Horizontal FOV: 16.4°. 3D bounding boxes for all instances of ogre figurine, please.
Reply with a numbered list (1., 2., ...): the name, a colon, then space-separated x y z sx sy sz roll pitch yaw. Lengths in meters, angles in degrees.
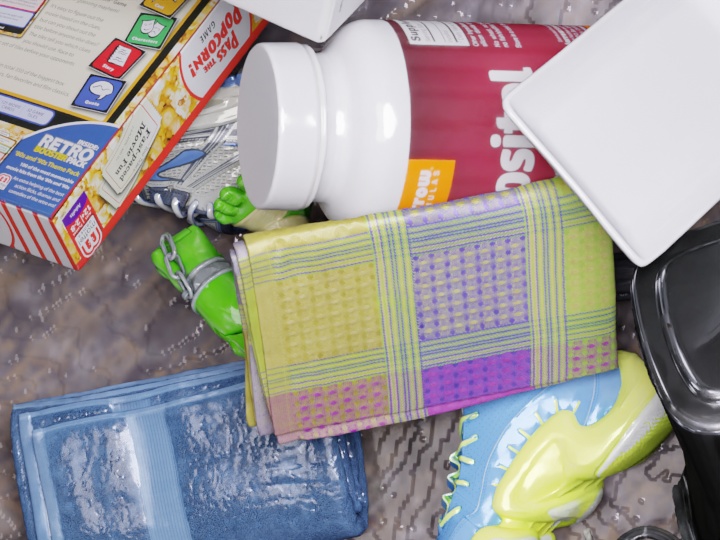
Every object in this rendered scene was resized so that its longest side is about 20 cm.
1. ogre figurine: 0.000 0.000 1.365 0.199 0.098 0.120 -10 60 -23

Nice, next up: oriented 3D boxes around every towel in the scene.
1. towel: -0.097 0.114 1.418 0.199 0.049 0.112 -11 86 13
2. towel: 0.032 0.018 1.283 0.199 0.144 0.023 -12 42 -5

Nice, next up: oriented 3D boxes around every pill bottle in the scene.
1. pill bottle: 0.042 -0.073 1.296 0.199 0.113 0.113 -1 87 -17

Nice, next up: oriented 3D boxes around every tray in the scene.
1. tray: 0.151 -0.083 1.257 0.107 0.200 0.022 50 137 0

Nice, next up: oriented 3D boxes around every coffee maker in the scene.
1. coffee maker: 0.198 0.081 1.248 0.192 0.200 0.135 -36 53 -7

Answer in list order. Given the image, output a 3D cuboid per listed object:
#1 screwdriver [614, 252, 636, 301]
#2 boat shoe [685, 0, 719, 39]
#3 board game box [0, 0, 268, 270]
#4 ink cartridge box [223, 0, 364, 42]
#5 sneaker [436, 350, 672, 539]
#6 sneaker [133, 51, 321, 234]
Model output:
1. screwdriver: 0.077 0.008 1.399 0.199 0.029 0.028 -4 87 22
2. boat shoe: 0.184 -0.135 1.347 0.071 0.070 0.202 5 87 17
3. board game box: -0.163 -0.106 1.375 0.151 0.046 0.200 19 60 30
4. ink cartridge box: -0.033 -0.221 1.311 0.144 0.200 0.084 24 129 12
5. sneaker: 0.075 0.109 1.368 0.200 0.076 0.105 -42 69 -3
6. sneaker: -0.097 -0.057 1.413 0.199 0.077 0.085 -18 90 14
